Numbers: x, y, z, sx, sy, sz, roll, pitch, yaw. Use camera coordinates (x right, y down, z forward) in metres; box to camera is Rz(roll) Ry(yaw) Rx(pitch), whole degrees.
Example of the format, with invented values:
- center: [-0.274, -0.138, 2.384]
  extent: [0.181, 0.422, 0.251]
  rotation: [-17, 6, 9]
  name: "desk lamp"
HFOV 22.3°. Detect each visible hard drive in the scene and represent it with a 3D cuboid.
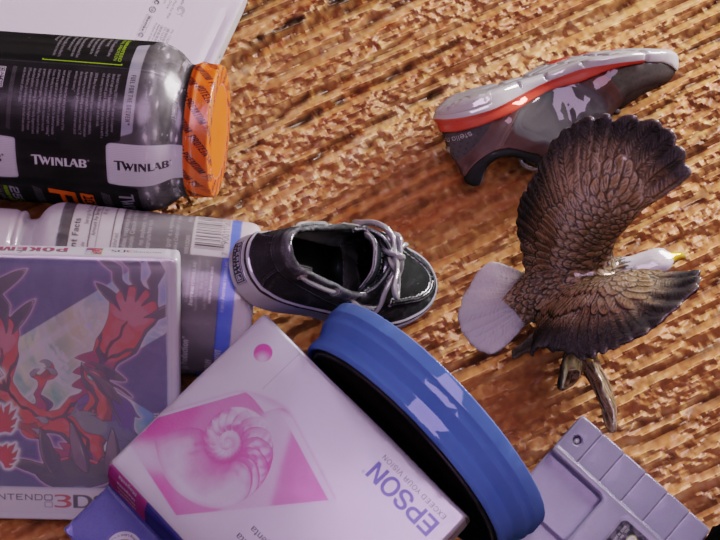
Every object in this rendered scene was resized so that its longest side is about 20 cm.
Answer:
- center: [-0.203, -0.193, 1.405]
  extent: [0.199, 0.026, 0.132]
  rotation: [22, 71, 3]
  name: "hard drive"

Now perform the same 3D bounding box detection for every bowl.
- center: [0.040, 0.110, 1.229]
  extent: [0.039, 0.201, 0.201]
  rotation: [-42, 79, -15]
  name: "bowl"

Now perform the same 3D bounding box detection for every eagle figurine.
- center: [0.163, 0.000, 1.276]
  extent: [0.152, 0.200, 0.151]
  rotation: [38, 71, 15]
  name: "eagle figurine"

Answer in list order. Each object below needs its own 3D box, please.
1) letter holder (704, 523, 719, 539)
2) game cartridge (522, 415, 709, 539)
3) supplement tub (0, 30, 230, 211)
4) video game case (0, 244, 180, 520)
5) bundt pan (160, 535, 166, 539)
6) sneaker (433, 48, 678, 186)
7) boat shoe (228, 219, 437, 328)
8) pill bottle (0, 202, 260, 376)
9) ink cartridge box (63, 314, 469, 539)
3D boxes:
- center: [0.263, 0.287, 1.243]
  extent: [0.142, 0.101, 0.200]
  rotation: [35, 72, 5]
  name: "letter holder"
- center: [0.141, 0.217, 1.292]
  extent: [0.130, 0.038, 0.200]
  rotation: [40, 72, 13]
  name: "game cartridge"
- center: [-0.199, -0.107, 1.313]
  extent: [0.199, 0.123, 0.123]
  rotation: [5, 70, 5]
  name: "supplement tub"
- center: [-0.213, 0.079, 1.243]
  extent: [0.181, 0.023, 0.201]
  rotation: [1, 111, -2]
  name: "video game case"
- center: [-0.038, 0.216, 1.240]
  extent: [0.201, 0.076, 0.203]
  rotation: [-2, 75, 6]
  name: "bundt pan"
- center: [0.154, -0.117, 1.400]
  extent: [0.199, 0.077, 0.082]
  rotation: [-18, 100, -10]
  name: "sneaker"
- center: [-0.001, -0.003, 1.280]
  extent: [0.199, 0.068, 0.074]
  rotation: [15, 63, -47]
  name: "boat shoe"
- center: [-0.174, 0.012, 1.290]
  extent: [0.199, 0.114, 0.114]
  rotation: [6, 71, -3]
  name: "pill bottle"
- center: [-0.066, 0.165, 1.199]
  extent: [0.200, 0.043, 0.196]
  rotation: [-45, 75, -8]
  name: "ink cartridge box"
